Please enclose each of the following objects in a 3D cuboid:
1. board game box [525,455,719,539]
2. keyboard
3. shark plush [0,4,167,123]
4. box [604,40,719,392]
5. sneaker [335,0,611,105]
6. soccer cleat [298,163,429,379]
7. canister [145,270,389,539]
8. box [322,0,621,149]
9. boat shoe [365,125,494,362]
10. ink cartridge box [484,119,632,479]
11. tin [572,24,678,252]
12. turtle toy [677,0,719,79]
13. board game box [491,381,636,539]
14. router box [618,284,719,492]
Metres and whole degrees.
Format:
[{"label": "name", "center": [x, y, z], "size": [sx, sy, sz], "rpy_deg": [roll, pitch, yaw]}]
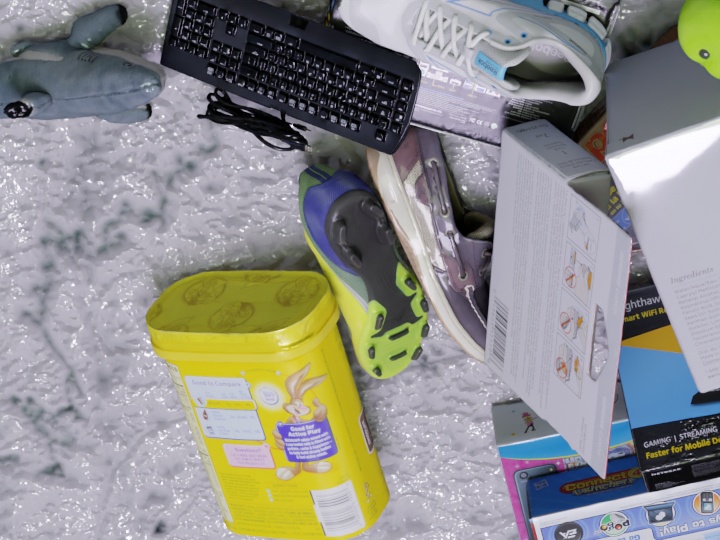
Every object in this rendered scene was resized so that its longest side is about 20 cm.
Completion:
[{"label": "board game box", "center": [0.246, 0.237, 1.748], "size": [0.199, 0.056, 0.197], "rpy_deg": [-13, 117, 6]}, {"label": "keyboard", "center": [-0.058, -0.131, 1.600], "size": [0.199, 0.040, 0.105], "rpy_deg": [22, 120, 18]}, {"label": "shark plush", "center": [-0.238, -0.137, 1.618], "size": [0.199, 0.083, 0.091], "rpy_deg": [1, 118, 0]}, {"label": "box", "center": [0.253, -0.046, 1.573], "size": [0.106, 0.152, 0.201], "rpy_deg": [-18, 116, 15]}, {"label": "sneaker", "center": [0.080, -0.162, 1.545], "size": [0.199, 0.087, 0.075], "rpy_deg": [14, 118, -4]}, {"label": "soccer cleat", "center": [0.001, -0.001, 1.701], "size": [0.065, 0.084, 0.201], "rpy_deg": [-32, 135, -14]}, {"label": "canister", "center": [-0.068, 0.106, 1.723], "size": [0.148, 0.087, 0.201], "rpy_deg": [0, 123, 28]}, {"label": "box", "center": [0.077, -0.178, 1.611], "size": [0.199, 0.049, 0.160], "rpy_deg": [15, 114, -6]}, {"label": "boat shoe", "center": [0.071, -0.021, 1.680], "size": [0.065, 0.072, 0.201], "rpy_deg": [-23, 111, 15]}, {"label": "ink cartridge box", "center": [0.152, 0.018, 1.591], "size": [0.043, 0.174, 0.201], "rpy_deg": [-13, 123, -25]}, {"label": "tin", "center": [0.229, -0.101, 1.654], "size": [0.112, 0.042, 0.200], "rpy_deg": [35, 113, -20]}, {"label": "turtle toy", "center": [0.251, -0.221, 1.422], "size": [0.145, 0.101, 0.201], "rpy_deg": [8, 120, -6]}, {"label": "board game box", "center": [0.196, 0.192, 1.792], "size": [0.147, 0.064, 0.201], "rpy_deg": [-12, 116, 6]}, {"label": "router box", "center": [0.294, 0.071, 1.680], "size": [0.199, 0.150, 0.051], "rpy_deg": [-13, 153, 7]}]
